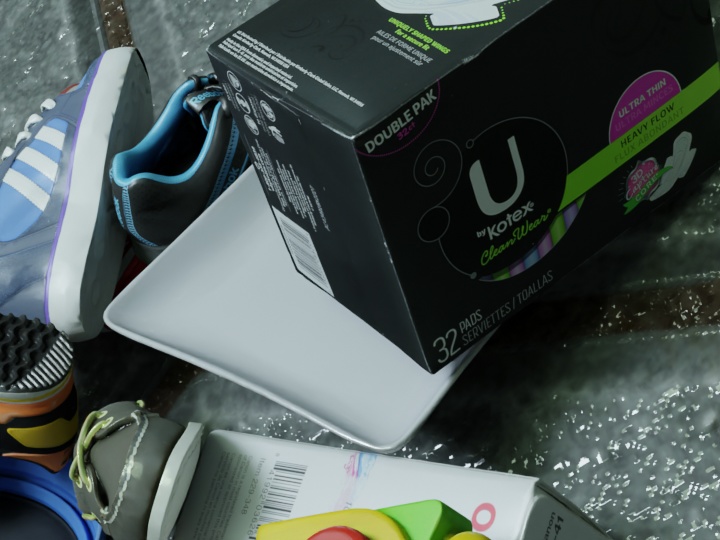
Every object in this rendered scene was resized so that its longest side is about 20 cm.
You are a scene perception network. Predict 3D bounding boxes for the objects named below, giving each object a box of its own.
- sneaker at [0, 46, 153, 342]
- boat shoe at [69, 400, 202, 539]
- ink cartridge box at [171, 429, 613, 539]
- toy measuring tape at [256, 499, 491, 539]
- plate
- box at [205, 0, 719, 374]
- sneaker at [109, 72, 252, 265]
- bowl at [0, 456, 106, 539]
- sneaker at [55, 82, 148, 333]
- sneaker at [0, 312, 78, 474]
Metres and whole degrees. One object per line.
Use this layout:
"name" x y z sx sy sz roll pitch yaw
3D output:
"sneaker" -0.209 -0.048 0.975 0.146 0.081 0.200 2 61 11
"boat shoe" -0.119 0.102 0.852 0.202 0.060 0.072 153 139 -81
"ink cartridge box" 0.000 0.165 0.781 0.200 0.086 0.148 5 68 39
"toy measuring tape" -0.029 0.145 0.709 0.200 0.074 0.074 -15 56 30
"plate" 0.000 0.000 0.865 0.199 0.032 0.200 21 55 34
"box" 0.057 -0.081 0.795 0.200 0.149 0.124 -35 42 -17
"sneaker" -0.061 -0.088 0.961 0.073 0.082 0.200 32 70 31
"bowl" -0.239 0.162 0.917 0.200 0.039 0.201 -3 31 2
"sneaker" -0.150 -0.036 1.051 0.115 0.078 0.200 1 56 14
"sneaker" -0.246 0.064 0.906 0.200 0.090 0.070 11 39 15
